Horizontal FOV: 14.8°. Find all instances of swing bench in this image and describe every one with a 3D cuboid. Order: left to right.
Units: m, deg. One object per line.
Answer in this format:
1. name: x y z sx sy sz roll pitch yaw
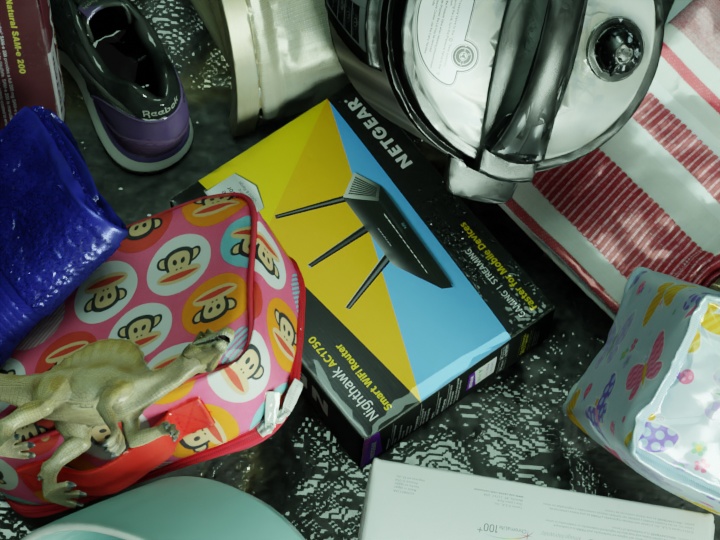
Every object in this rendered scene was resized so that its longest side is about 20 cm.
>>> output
1. swing bench: -0.018 -0.217 1.764 0.198 0.130 0.201 -17 63 -14

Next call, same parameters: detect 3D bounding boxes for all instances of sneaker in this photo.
1. sneaker: -0.167 -0.162 1.748 0.075 0.088 0.200 -31 67 -18

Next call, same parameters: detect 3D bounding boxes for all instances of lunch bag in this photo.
1. lunch bag: -0.130 0.056 1.579 0.199 0.082 0.177 -19 40 18
2. lunch bag: 0.237 0.087 1.565 0.199 0.170 0.128 30 90 -9

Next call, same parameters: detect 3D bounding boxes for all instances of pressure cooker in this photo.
1. pressure cooker: 0.084 -0.151 1.623 0.178 0.200 0.177 -32 111 -7

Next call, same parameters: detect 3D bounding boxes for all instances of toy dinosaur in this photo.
1. toy dinosaur: -0.160 0.073 1.505 0.199 0.058 0.101 -3 43 18

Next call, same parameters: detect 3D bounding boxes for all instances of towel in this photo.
1. towel: -0.232 0.004 1.601 0.200 0.049 0.148 -46 36 7
2. towel: 0.192 -0.067 1.684 0.200 0.023 0.144 -40 72 -15

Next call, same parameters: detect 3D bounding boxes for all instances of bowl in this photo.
1. bowl: -0.090 0.192 1.517 0.200 0.201 0.105 31 45 13

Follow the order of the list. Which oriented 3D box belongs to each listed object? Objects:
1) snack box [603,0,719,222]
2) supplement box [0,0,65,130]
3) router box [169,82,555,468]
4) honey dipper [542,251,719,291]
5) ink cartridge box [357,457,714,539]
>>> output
1. snack box: 0.259 -0.095 1.749 0.168 0.068 0.201 19 65 8
2. supplement box: -0.287 -0.131 1.695 0.199 0.109 0.061 -6 33 0
3. router box: 0.000 0.000 1.689 0.149 0.051 0.200 -34 69 -18
4. honey dipper: 0.212 0.006 1.710 0.199 0.038 0.038 18 62 4
5. ink cartridge box: 0.088 0.215 1.559 0.199 0.084 0.177 10 62 2
